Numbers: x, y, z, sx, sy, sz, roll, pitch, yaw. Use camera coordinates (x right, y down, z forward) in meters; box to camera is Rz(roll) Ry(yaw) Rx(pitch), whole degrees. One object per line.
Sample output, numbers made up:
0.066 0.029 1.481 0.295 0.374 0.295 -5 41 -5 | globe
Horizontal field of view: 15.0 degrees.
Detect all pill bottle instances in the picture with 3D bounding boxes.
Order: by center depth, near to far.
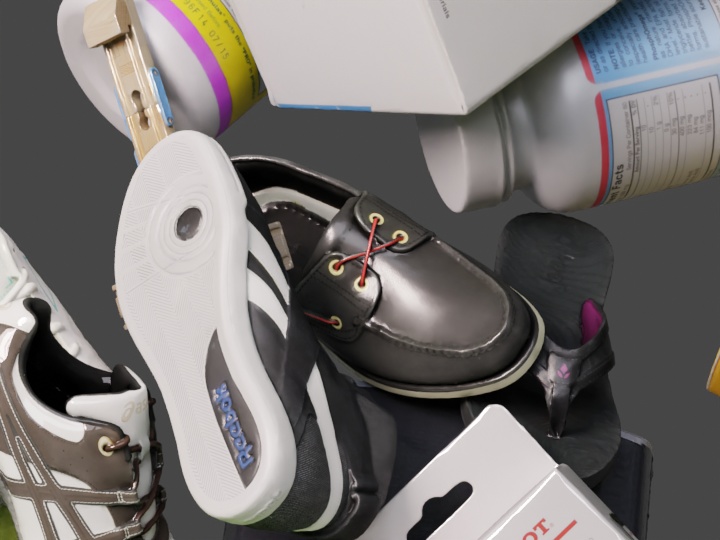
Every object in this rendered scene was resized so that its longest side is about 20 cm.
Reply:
0.133 -0.091 1.385 0.200 0.109 0.109 -13 60 -12 | pill bottle
-0.053 -0.154 1.412 0.104 0.104 0.200 39 63 18 | pill bottle

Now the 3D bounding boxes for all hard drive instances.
0.037 0.116 1.287 0.200 0.042 0.135 8 58 1 | hard drive

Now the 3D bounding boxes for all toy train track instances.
-0.098 -0.035 1.311 0.033 0.115 0.200 -12 83 -51 | toy train track

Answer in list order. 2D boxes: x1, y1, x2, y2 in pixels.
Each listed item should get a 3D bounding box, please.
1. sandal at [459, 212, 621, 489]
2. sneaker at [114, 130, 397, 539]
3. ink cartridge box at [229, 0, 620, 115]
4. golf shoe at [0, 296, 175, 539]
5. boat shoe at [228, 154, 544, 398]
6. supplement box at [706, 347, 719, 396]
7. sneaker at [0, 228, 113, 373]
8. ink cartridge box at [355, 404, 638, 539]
0.088 0.027 1.307 0.075 0.048 0.201 8 38 -3 | sandal
-0.043 0.038 1.251 0.073 0.112 0.200 -32 55 27 | sneaker
0.045 -0.186 1.326 0.200 0.145 0.147 -37 26 -32 | ink cartridge box
-0.115 0.099 1.220 0.200 0.094 0.078 47 23 -11 | golf shoe
-0.002 0.002 1.300 0.201 0.063 0.074 25 70 38 | boat shoe
0.285 0.039 1.316 0.200 0.110 0.109 28 60 12 | supplement box
-0.172 0.030 1.304 0.070 0.080 0.200 -36 69 -25 | sneaker
0.087 0.166 1.196 0.116 0.068 0.200 -44 83 3 | ink cartridge box
